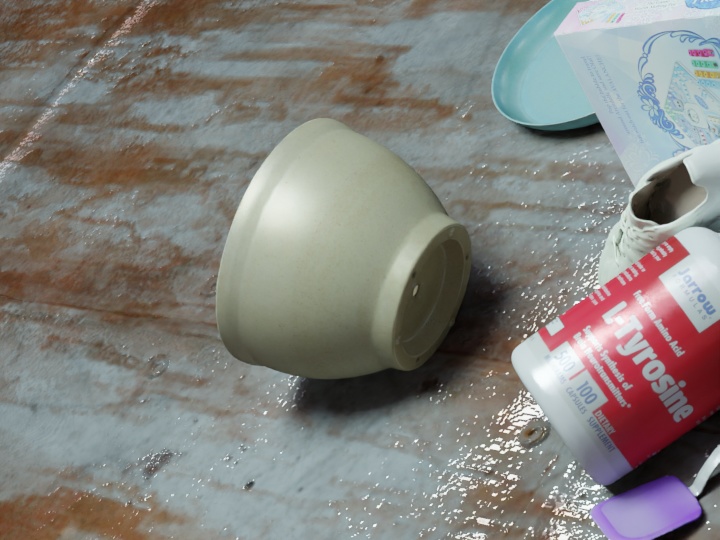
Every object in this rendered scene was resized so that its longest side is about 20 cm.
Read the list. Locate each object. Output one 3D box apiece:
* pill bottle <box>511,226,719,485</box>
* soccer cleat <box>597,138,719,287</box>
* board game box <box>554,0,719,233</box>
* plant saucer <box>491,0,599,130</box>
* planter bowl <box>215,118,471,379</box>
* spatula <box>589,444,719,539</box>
[{"bbox_3d":[0.209,0.044,1.453,0.200,0.112,0.112,-36,32,4],"label":"pill bottle"},{"bbox_3d":[0.207,-0.035,1.521,0.200,0.077,0.069,-49,55,53],"label":"soccer cleat"},{"bbox_3d":[0.260,-0.105,1.507,0.199,0.200,0.043,-2,40,43],"label":"board game box"},{"bbox_3d":[0.203,-0.184,1.831,0.200,0.027,0.200,-26,33,19],"label":"plant saucer"},{"bbox_3d":[0.000,0.000,1.670,0.135,0.200,0.200,22,62,24],"label":"planter bowl"},{"bbox_3d":[0.241,0.116,1.416,0.200,0.021,0.057,-36,30,2],"label":"spatula"}]
